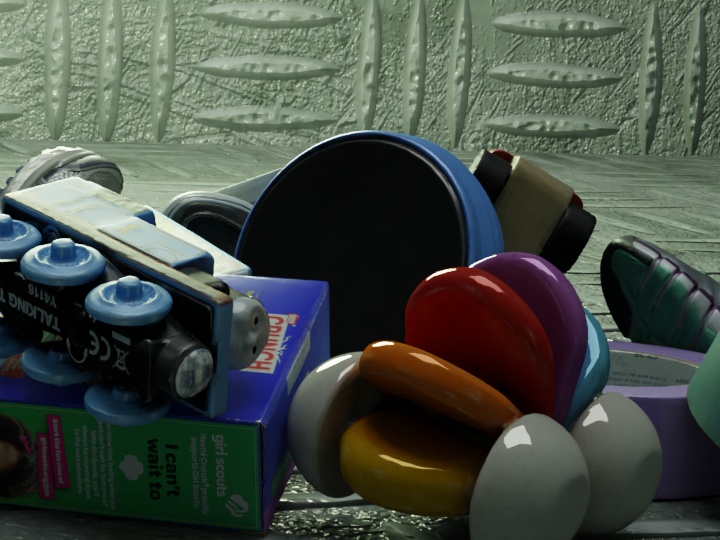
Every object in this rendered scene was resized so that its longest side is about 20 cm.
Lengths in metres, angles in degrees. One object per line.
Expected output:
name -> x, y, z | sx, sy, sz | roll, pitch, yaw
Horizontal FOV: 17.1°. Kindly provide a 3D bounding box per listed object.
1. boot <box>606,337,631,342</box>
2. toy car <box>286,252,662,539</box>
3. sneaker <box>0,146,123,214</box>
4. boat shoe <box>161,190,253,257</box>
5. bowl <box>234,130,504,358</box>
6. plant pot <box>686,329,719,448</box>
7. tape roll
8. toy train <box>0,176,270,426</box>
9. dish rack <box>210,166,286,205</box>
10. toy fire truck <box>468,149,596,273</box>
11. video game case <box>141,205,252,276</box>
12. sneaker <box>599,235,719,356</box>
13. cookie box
boot -> 0.267, 0.077, 1.715 | 0.198, 0.066, 0.165 | 0, 6, 5
toy car -> 0.069, 0.065, 1.316 | 0.174, 0.151, 0.200 | 18, 14, 31
sneaker -> -0.207, -0.010, 1.547 | 0.085, 0.077, 0.200 | 22, 40, 23
boat shoe -> -0.058, 0.013, 1.720 | 0.199, 0.072, 0.071 | 35, 8, -10
bowl -> 0.000, 0.000, 1.626 | 0.199, 0.202, 0.039 | 8, -11, 30
plant pot -> 0.311, 0.040, 1.392 | 0.199, 0.162, 0.201 | 17, 21, -7
tape roll -> 0.154, 0.091, 1.527 | 0.198, 0.066, 0.200 | 4, 8, -1
toy train -> -0.137, 0.015, 1.305 | 0.199, 0.087, 0.114 | 23, 31, 37
dish rack -> -0.028, -0.039, 1.826 | 0.171, 0.044, 0.200 | -17, -15, 18
toy fire truck -> 0.093, 0.013, 1.734 | 0.128, 0.177, 0.200 | 30, 0, -5
video game case -> -0.193, 0.009, 1.594 | 0.199, 0.018, 0.143 | -18, 30, -31
sneaker -> 0.252, 0.044, 1.628 | 0.087, 0.075, 0.200 | -24, 60, -39
cookie box -> -0.130, 0.068, 1.372 | 0.198, 0.076, 0.171 | 4, 27, 12
